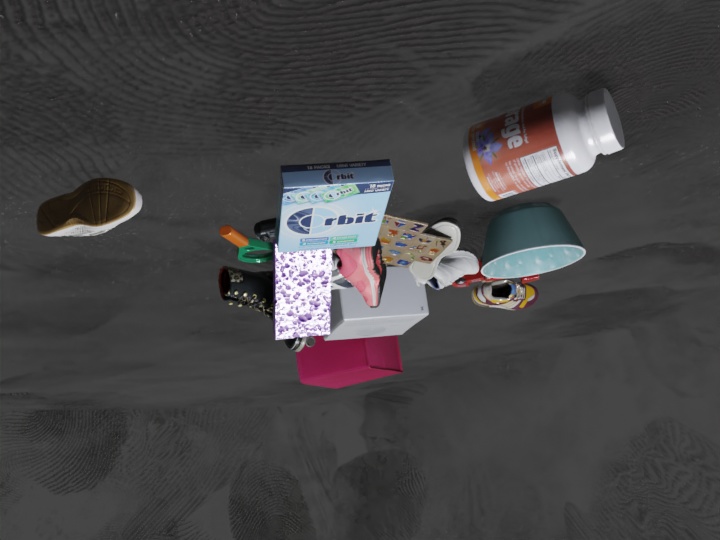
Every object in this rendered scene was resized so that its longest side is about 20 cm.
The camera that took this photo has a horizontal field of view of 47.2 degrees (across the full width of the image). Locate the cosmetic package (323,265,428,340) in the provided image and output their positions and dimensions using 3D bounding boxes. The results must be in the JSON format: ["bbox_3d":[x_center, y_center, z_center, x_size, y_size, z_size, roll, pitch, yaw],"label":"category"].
[{"bbox_3d":[0.025,0.074,1.883,0.198,0.124,0.200,-3,165,-17],"label":"cosmetic package"}]

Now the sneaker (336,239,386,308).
[{"bbox_3d":[0.000,0.000,1.582,0.086,0.074,0.200,7,147,12],"label":"sneaker"}]

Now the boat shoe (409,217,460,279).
[{"bbox_3d":[0.150,-0.054,1.606,0.074,0.060,0.200,24,148,2],"label":"boat shoe"}]

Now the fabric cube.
[{"bbox_3d":[-0.033,0.183,2.105,0.199,0.197,0.200,-15,163,25],"label":"fabric cube"}]

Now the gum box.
[{"bbox_3d":[-0.046,-0.099,1.310,0.169,0.045,0.200,-4,152,-11],"label":"gum box"}]

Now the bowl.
[{"bbox_3d":[0.320,-0.063,1.574,0.200,0.106,0.201,-8,165,-2],"label":"bowl"}]

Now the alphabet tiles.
[{"bbox_3d":[0.062,-0.054,1.537,0.199,0.008,0.167,11,151,-18],"label":"alphabet tiles"}]

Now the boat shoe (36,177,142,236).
[{"bbox_3d":[-0.384,-0.088,1.205,0.199,0.071,0.069,-7,168,31],"label":"boat shoe"}]

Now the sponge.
[{"bbox_3d":[-0.111,0.032,1.570,0.111,0.201,0.030,-4,-157,-15],"label":"sponge"}]

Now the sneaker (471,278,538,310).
[{"bbox_3d":[0.388,0.061,2.109,0.199,0.075,0.090,-2,169,-25],"label":"sneaker"}]

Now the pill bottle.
[{"bbox_3d":[0.249,-0.175,1.127,0.199,0.113,0.112,-17,162,28],"label":"pill bottle"}]

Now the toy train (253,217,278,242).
[{"bbox_3d":[-0.090,-0.088,1.417,0.199,0.034,0.046,-12,154,12],"label":"toy train"}]

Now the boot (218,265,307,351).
[{"bbox_3d":[-0.198,0.074,1.656,0.153,0.204,0.074,9,133,-35],"label":"boot"}]

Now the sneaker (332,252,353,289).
[{"bbox_3d":[-0.062,0.015,1.706,0.129,0.080,0.199,3,153,-9],"label":"sneaker"}]

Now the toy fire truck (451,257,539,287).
[{"bbox_3d":[0.310,0.005,1.917,0.199,0.049,0.141,-12,164,14],"label":"toy fire truck"}]

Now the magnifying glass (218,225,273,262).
[{"bbox_3d":[-0.210,-0.048,1.525,0.079,0.023,0.200,-11,166,12],"label":"magnifying glass"}]

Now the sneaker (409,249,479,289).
[{"bbox_3d":[0.177,0.001,1.766,0.199,0.088,0.074,2,160,-36],"label":"sneaker"}]
